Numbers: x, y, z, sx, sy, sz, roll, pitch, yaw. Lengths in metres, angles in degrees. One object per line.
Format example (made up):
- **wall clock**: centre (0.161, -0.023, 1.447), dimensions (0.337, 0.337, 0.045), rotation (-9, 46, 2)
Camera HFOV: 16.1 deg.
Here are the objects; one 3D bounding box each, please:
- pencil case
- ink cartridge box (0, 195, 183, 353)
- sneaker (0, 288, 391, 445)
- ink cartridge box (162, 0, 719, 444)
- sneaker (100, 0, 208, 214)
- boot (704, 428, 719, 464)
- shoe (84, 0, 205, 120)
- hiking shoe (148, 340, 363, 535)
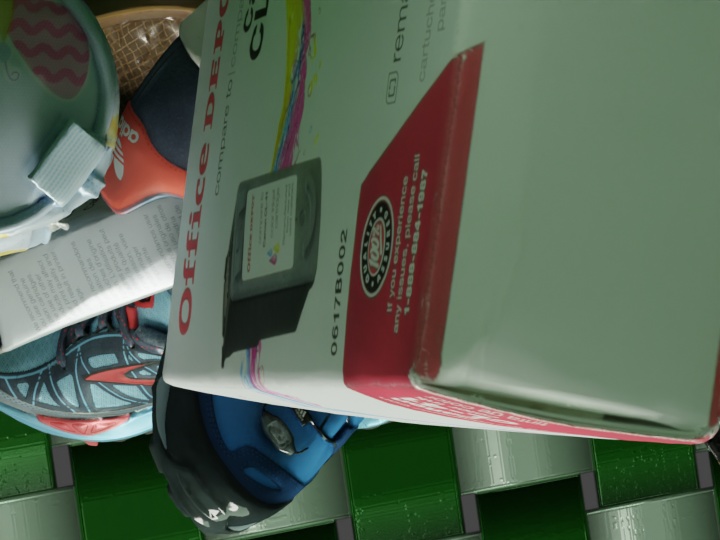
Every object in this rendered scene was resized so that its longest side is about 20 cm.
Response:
- **pencil case**: centre (-0.123, -0.046, 0.785), dimensions (0.083, 0.091, 0.200), rotation (-38, -176, -10)
- **ink cartridge box**: centre (-0.065, -0.039, 0.970), dimensions (0.199, 0.041, 0.200), rotation (-22, -165, 21)
- **sneaker**: centre (-0.073, 0.013, 1.002), dimensions (0.198, 0.080, 0.096), rotation (-4, 151, 15)
- **ink cartridge box**: centre (0.022, -0.034, 0.662), dimensions (0.085, 0.149, 0.200), rotation (9, 174, -22)
- **sneaker**: centre (0.000, 0.000, 0.820), dimensions (0.085, 0.200, 0.075), rotation (-47, -157, 11)
- **boot**: centre (0.110, 0.034, 0.905), dimensions (0.198, 0.078, 0.139), rotation (-8, -157, 17)
- **shoe**: centre (-0.108, -0.075, 0.932), dimensions (0.199, 0.054, 0.070), rotation (-16, 135, 43)
- **hiking shoe**: centre (0.000, 0.010, 0.885), dimensions (0.086, 0.075, 0.200), rotation (-23, -157, 47)
